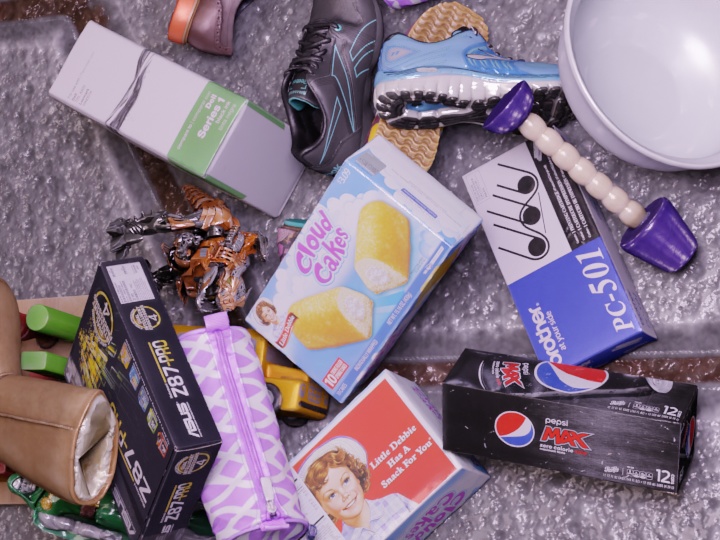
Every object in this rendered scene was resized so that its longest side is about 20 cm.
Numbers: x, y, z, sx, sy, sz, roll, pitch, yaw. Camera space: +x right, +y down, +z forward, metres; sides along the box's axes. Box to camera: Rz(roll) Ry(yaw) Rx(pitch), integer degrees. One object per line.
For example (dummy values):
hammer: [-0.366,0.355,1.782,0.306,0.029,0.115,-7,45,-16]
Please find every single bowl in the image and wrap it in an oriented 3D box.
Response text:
bowl: [0.239,-0.161,1.495,0.090,0.201,0.201,136,128,-61]

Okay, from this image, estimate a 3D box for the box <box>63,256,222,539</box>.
box: [-0.189,0.114,1.553,0.200,0.049,0.161,63,148,30]

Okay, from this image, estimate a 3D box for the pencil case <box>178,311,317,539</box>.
pencil case: [-0.106,0.144,1.538,0.084,0.086,0.200,-15,68,-14]

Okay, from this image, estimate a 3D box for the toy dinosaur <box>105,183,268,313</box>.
toy dinosaur: [-0.150,-0.016,1.651,0.136,0.200,0.102,-15,103,1]

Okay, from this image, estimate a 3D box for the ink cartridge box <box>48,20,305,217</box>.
ink cartridge box: [-0.164,-0.139,1.674,0.200,0.146,0.084,29,90,27]

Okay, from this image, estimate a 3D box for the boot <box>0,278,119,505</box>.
boot: [-0.283,0.100,1.589,0.200,0.066,0.175,9,98,46]

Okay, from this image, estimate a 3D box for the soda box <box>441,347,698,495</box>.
soda box: [0.168,0.120,1.474,0.200,0.063,0.071,9,119,19]

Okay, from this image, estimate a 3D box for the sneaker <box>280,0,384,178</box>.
sneaker: [-0.027,-0.183,1.637,0.075,0.079,0.200,-8,82,45]

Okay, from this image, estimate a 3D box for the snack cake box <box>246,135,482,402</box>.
snack cake box: [0.000,0.000,1.540,0.115,0.067,0.200,39,126,8]

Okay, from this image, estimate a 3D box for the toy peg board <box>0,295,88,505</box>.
toy peg board: [-0.337,0.118,1.724,0.199,0.098,0.200,-4,76,25]

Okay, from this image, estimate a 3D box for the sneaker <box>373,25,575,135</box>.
sneaker: [0.109,-0.173,1.551,0.200,0.078,0.090,2,64,-14]

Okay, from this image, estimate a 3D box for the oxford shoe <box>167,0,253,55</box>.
oxford shoe: [-0.116,-0.299,1.745,0.072,0.071,0.200,22,85,-1]

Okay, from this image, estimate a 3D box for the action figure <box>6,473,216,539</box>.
action figure: [-0.217,0.209,1.621,0.200,0.055,0.118,11,75,-2]

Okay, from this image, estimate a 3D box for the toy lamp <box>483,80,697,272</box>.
toy lamp: [0.192,-0.073,1.491,0.200,0.058,0.058,39,97,-8]

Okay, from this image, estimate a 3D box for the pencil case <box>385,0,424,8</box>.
pencil case: [0.099,-0.302,1.611,0.200,0.085,0.084,-22,57,21]

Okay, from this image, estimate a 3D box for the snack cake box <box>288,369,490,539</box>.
snack cake box: [-0.003,0.197,1.563,0.200,0.067,0.115,-44,62,10]

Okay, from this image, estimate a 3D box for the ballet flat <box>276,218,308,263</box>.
ballet flat: [0.015,-0.014,1.611,0.200,0.069,0.071,-2,95,29]

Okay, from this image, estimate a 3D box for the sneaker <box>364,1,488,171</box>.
sneaker: [0.048,-0.149,1.617,0.075,0.090,0.200,29,63,-5]

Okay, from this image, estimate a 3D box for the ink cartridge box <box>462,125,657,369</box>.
ink cartridge box: [0.168,-0.012,1.542,0.094,0.044,0.200,-29,67,19]

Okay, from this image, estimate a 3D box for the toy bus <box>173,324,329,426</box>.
toy bus: [-0.127,0.093,1.648,0.200,0.065,0.078,2,77,26]
